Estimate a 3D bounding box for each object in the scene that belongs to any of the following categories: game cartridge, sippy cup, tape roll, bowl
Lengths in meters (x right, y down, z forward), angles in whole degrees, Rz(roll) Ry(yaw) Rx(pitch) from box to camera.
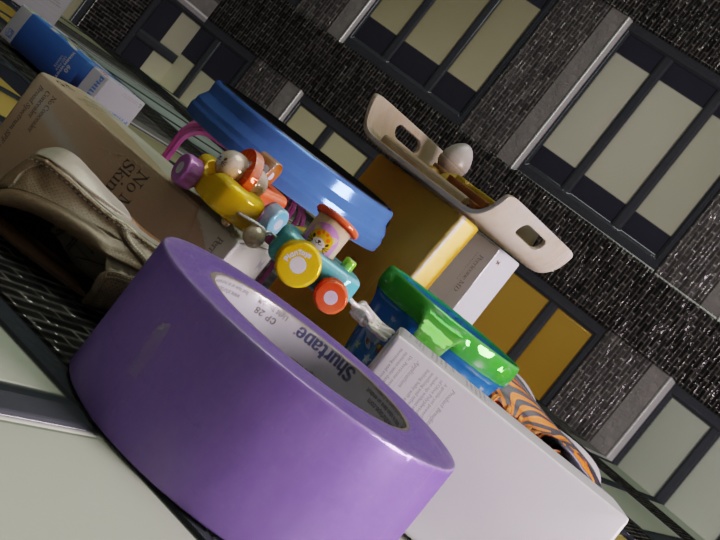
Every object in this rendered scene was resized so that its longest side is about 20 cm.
[{"bbox_3d":[0.000,0.000,1.151,0.032,0.200,0.176,37,5,-34],"label":"game cartridge"},{"bbox_3d":[0.037,0.087,0.994,0.178,0.130,0.140,34,7,-48],"label":"sippy cup"},{"bbox_3d":[-0.051,0.075,0.663,0.200,0.085,0.200,39,3,-2],"label":"tape roll"},{"bbox_3d":[-0.056,-0.091,1.037,0.200,0.039,0.201,37,5,-3],"label":"bowl"}]

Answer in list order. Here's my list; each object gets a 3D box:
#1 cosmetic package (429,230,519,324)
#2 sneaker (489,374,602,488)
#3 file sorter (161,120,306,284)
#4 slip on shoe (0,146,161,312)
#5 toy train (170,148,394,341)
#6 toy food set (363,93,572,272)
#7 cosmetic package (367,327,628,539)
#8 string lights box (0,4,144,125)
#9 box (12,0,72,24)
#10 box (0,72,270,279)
[{"bbox_3d":[0.044,0.026,1.259,0.151,0.200,0.052,42,7,40],"label":"cosmetic package"},{"bbox_3d":[0.138,0.141,1.072,0.200,0.078,0.112,38,2,5],"label":"sneaker"},{"bbox_3d":[-0.134,-0.056,1.117,0.139,0.126,0.200,37,4,-12],"label":"file sorter"},{"bbox_3d":[-0.149,0.006,0.770,0.200,0.076,0.061,45,40,-1],"label":"slip on shoe"},{"bbox_3d":[-0.048,-0.038,0.854,0.200,0.056,0.150,42,8,30],"label":"toy train"},{"bbox_3d":[0.103,-0.086,1.159,0.200,0.060,0.143,41,4,38],"label":"toy food set"},{"bbox_3d":[0.073,0.143,0.850,0.200,0.108,0.085,40,3,1],"label":"cosmetic package"},{"bbox_3d":[-0.410,-0.285,1.741,0.200,0.059,0.103,40,3,23],"label":"string lights box"},{"bbox_3d":[-0.719,-0.645,2.562,0.199,0.131,0.200,41,5,30],"label":"box"},{"bbox_3d":[-0.169,-0.042,0.876,0.200,0.095,0.078,38,5,15],"label":"box"}]
